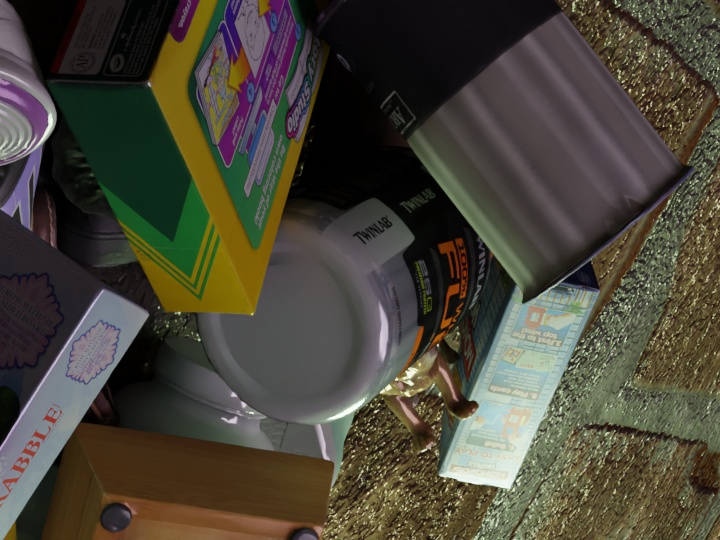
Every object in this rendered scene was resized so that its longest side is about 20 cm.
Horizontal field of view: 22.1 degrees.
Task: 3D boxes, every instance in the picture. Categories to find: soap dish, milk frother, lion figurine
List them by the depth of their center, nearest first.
[{"bbox_3d":[0.110,-0.120,0.998,0.199,0.189,0.180,-38,180,10],"label":"milk frother"},{"bbox_3d":[-0.107,0.194,1.032,0.156,0.081,0.202,11,104,-20],"label":"soap dish"},{"bbox_3d":[0.025,0.045,1.266,0.072,0.200,0.123,-34,104,-3],"label":"lion figurine"}]

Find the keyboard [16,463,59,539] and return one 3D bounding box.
[{"bbox_3d":[-0.177,0.160,1.169,0.057,0.011,0.200,-61,151,-6],"label":"keyboard"}]

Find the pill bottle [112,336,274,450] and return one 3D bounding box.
[{"bbox_3d":[-0.121,0.148,1.123,0.112,0.112,0.202,11,103,-59],"label":"pill bottle"}]

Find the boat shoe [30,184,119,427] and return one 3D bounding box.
[{"bbox_3d":[-0.156,0.026,0.986,0.071,0.073,0.201,-9,137,-12],"label":"boat shoe"}]

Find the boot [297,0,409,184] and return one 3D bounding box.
[{"bbox_3d":[-0.001,-0.116,1.111,0.199,0.072,0.168,2,114,-61],"label":"boot"}]

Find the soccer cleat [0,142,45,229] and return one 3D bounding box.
[{"bbox_3d":[-0.187,0.002,0.878,0.073,0.068,0.202,33,71,-55],"label":"soccer cleat"}]

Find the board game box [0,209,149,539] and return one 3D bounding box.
[{"bbox_3d":[-0.220,0.050,0.808,0.201,0.199,0.041,-57,150,-2],"label":"board game box"}]

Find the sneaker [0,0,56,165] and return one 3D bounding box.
[{"bbox_3d":[-0.220,-0.119,0.794,0.075,0.100,0.199,-35,136,22],"label":"sneaker"}]

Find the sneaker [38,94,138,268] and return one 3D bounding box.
[{"bbox_3d":[-0.107,-0.063,1.014,0.199,0.060,0.105,-18,135,-45],"label":"sneaker"}]

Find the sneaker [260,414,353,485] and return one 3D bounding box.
[{"bbox_3d":[-0.044,0.041,1.219,0.118,0.073,0.203,-69,157,-68],"label":"sneaker"}]

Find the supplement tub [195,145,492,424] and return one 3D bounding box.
[{"bbox_3d":[0.000,0.000,1.061,0.200,0.122,0.124,-35,146,-59],"label":"supplement tub"}]

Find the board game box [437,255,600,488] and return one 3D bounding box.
[{"bbox_3d":[0.105,0.045,1.356,0.201,0.061,0.202,-95,-161,-62],"label":"board game box"}]

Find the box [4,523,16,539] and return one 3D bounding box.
[{"bbox_3d":[-0.228,0.105,0.980,0.070,0.064,0.202,-28,138,-36],"label":"box"}]

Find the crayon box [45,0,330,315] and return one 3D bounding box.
[{"bbox_3d":[-0.076,-0.109,0.923,0.173,0.058,0.202,71,27,-50],"label":"crayon box"}]
